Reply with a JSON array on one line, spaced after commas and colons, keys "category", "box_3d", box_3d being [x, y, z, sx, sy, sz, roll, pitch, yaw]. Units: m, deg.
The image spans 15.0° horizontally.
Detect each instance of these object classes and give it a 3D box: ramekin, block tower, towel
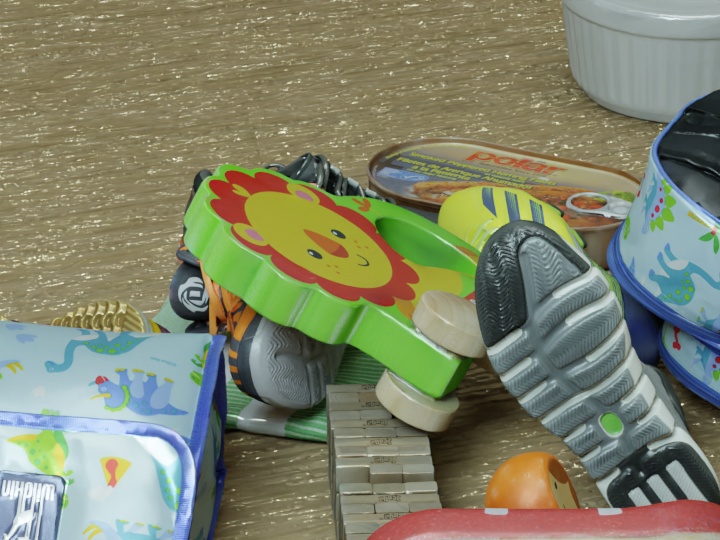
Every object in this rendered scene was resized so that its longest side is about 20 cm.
[{"category": "ramekin", "box_3d": [0.245, -0.182, 2.056, 0.201, 0.095, 0.203, -1, 26, 0]}, {"category": "block tower", "box_3d": [0.014, 0.129, 1.448, 0.057, 0.054, 0.200, -2, 26, -2]}, {"category": "towel", "box_3d": [-0.043, 0.055, 1.640, 0.199, 0.024, 0.153, 8, 27, 16]}]

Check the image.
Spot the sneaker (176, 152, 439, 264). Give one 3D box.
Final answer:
[{"category": "sneaker", "box_3d": [-0.018, -0.032, 1.753, 0.199, 0.082, 0.077, 0, 25, -5]}]

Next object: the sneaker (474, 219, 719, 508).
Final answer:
[{"category": "sneaker", "box_3d": [0.122, 0.051, 1.489, 0.075, 0.201, 0.116, -29, 14, 9]}]

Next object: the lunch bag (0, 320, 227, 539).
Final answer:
[{"category": "lunch bag", "box_3d": [-0.162, 0.119, 1.404, 0.169, 0.128, 0.200, 5, 38, 5]}]

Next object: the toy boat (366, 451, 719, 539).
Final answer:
[{"category": "toy boat", "box_3d": [0.089, 0.142, 1.311, 0.199, 0.131, 0.131, 0, 44, -2]}]

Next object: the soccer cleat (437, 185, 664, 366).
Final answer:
[{"category": "soccer cleat", "box_3d": [0.103, 0.005, 1.669, 0.083, 0.065, 0.200, -8, 35, -37]}]

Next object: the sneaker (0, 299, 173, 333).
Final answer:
[{"category": "sneaker", "box_3d": [-0.171, 0.069, 1.572, 0.199, 0.090, 0.075, -3, 61, 42]}]

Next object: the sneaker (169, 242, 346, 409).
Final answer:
[{"category": "sneaker", "box_3d": [-0.066, 0.028, 1.606, 0.111, 0.078, 0.200, 1, 16, 16]}]

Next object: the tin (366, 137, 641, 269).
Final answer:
[{"category": "tin", "box_3d": [0.099, -0.045, 1.835, 0.199, 0.042, 0.112, 13, 32, 26]}]

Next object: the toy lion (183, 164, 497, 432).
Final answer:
[{"category": "toy lion", "box_3d": [0.000, 0.000, 1.532, 0.191, 0.069, 0.200, 34, 22, 13]}]

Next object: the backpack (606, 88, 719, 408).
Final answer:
[{"category": "backpack", "box_3d": [0.247, 0.000, 1.585, 0.199, 0.148, 0.183, 31, 33, 14]}]
